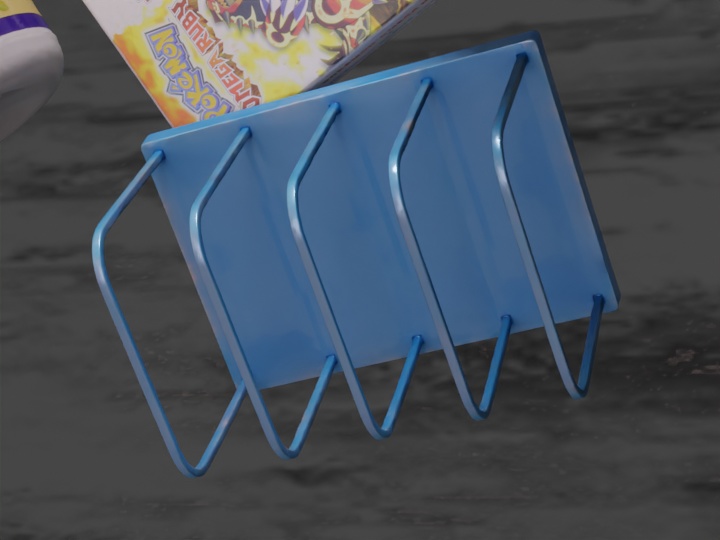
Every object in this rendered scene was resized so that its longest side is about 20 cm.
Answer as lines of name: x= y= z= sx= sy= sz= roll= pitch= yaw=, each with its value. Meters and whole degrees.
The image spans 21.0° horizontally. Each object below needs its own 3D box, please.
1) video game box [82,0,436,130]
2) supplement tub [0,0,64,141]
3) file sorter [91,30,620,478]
video game box: x=-0.060 y=-0.179 z=0.929 sx=0.182 sy=0.047 sz=0.201 roll=-37 pitch=87 yaw=25
supplement tub: x=-0.253 y=-0.144 z=0.951 sx=0.145 sy=0.145 sz=0.201 roll=-34 pitch=89 yaw=22
file sorter: x=0.000 y=0.000 z=0.878 sx=0.199 sy=0.123 sz=0.140 roll=-13 pitch=112 yaw=18
